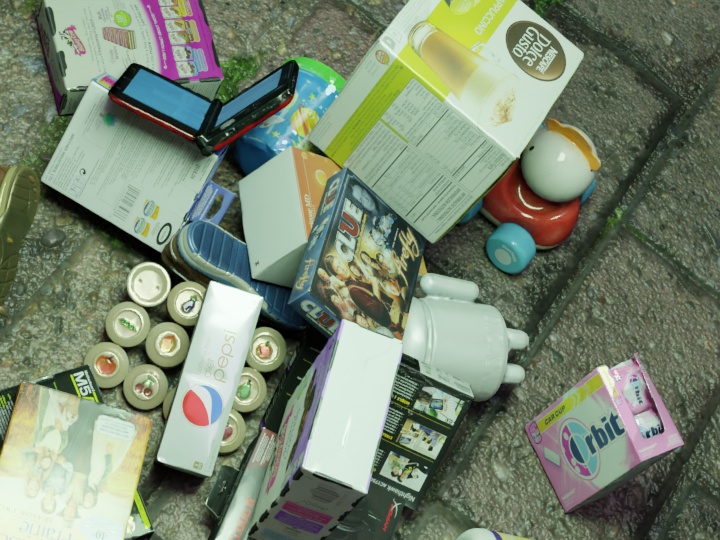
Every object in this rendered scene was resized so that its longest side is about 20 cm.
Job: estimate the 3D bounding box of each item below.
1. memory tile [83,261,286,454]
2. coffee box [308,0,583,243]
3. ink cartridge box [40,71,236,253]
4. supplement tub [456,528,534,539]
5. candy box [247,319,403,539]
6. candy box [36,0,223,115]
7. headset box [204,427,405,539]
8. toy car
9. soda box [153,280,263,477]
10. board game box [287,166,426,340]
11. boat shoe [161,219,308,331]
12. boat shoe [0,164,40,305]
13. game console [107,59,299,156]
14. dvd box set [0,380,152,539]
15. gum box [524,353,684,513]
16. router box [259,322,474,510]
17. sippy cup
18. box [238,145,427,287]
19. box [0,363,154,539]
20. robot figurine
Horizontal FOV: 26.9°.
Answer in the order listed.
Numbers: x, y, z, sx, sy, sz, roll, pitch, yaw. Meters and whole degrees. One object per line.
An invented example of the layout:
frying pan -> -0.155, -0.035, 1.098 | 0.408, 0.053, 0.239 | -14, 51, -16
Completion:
memory tile -> -0.192, 0.095, 1.662 | 0.199, 0.017, 0.154 | 29, 78, -4
coffee box -> 0.097, -0.195, 1.700 | 0.197, 0.200, 0.200 | 39, 52, -3
ink cartridge box -> -0.242, -0.113, 1.708 | 0.199, 0.137, 0.076 | 31, 17, -3
supplement tub -> 0.194, 0.367, 1.625 | 0.198, 0.146, 0.147 | 14, 59, -14
candy box -> -0.036, 0.173, 1.513 | 0.071, 0.200, 0.169 | 21, 56, -9
candy box -> -0.280, -0.267, 1.826 | 0.198, 0.061, 0.138 | -7, 66, -25
headset box -> -0.071, 0.275, 1.610 | 0.199, 0.075, 0.150 | 28, 56, -5
toy car -> 0.222, -0.135, 1.871 | 0.177, 0.200, 0.184 | 43, 56, 5
soda box -> -0.164, 0.118, 1.620 | 0.063, 0.068, 0.202 | 17, 79, -7
board game box -> 0.000, 0.000, 1.635 | 0.135, 0.034, 0.201 | 41, 40, -24
boat shoe -> -0.141, 0.011, 1.721 | 0.200, 0.072, 0.073 | 38, 48, -30
boat shoe -> -0.415, -0.025, 1.647 | 0.067, 0.072, 0.202 | 6, 64, 20
game console -> -0.169, -0.212, 1.686 | 0.171, 0.200, 0.119 | -31, 106, 10
dvd box set -> -0.301, 0.223, 1.520 | 0.145, 0.029, 0.202 | 18, 57, -12
gum box -> 0.277, 0.187, 1.720 | 0.066, 0.200, 0.114 | -16, 71, -28
router box -> 0.005, 0.156, 1.669 | 0.198, 0.051, 0.150 | 26, 101, -7
sippy cup -> -0.080, -0.163, 1.807 | 0.140, 0.177, 0.131 | 50, 59, -18
box -> -0.031, -0.047, 1.742 | 0.199, 0.097, 0.126 | 15, 56, -43
box -> -0.337, 0.216, 1.556 | 0.192, 0.048, 0.201 | -16, 70, -30
robot figurine -> 0.095, 0.091, 1.751 | 0.198, 0.113, 0.172 | 6, 87, -18
